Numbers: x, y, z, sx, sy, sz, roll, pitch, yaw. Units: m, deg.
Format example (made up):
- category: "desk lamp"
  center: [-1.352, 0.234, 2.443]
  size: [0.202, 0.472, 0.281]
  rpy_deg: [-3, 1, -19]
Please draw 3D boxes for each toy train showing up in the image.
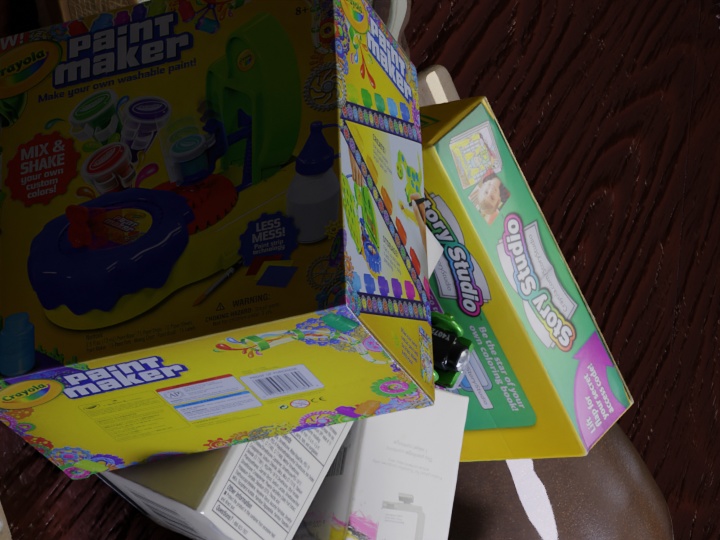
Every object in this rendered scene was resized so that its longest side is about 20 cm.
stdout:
- category: "toy train"
  center: [-0.025, 0.020, 1.636]
  size: [0.042, 0.199, 0.056]
  rpy_deg: [-60, 157, -17]

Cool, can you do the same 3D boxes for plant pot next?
- category: "plant pot"
  center: [0.091, 0.129, 1.875]
  size: [0.200, 0.186, 0.188]
  rpy_deg: [67, 19, -52]

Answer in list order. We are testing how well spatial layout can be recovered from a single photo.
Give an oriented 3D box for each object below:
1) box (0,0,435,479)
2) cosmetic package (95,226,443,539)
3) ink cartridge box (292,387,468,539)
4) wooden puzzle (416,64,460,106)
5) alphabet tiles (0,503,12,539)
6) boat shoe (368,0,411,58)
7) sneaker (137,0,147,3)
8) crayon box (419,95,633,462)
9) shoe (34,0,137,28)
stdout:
- category: "box"
  center: [-0.079, -0.024, 1.452]
  size: [0.122, 0.199, 0.194]
  rpy_deg: [49, 33, -56]
- category: "cosmetic package"
  center: [-0.050, 0.042, 1.540]
  size: [0.201, 0.087, 0.103]
  rpy_deg: [-61, 148, -14]
- category: "ink cartridge box"
  center: [-0.010, 0.163, 1.608]
  size: [0.067, 0.116, 0.201]
  rpy_deg: [16, 76, -26]
- category: "wooden puzzle"
  center: [0.000, 0.000, 1.763]
  size: [0.046, 0.199, 0.186]
  rpy_deg: [18, -45, 64]
- category: "alphabet tiles"
  center: [-0.204, 0.088, 1.309]
  size: [0.167, 0.007, 0.201]
  rpy_deg: [-49, 125, -68]
- category: "boat shoe"
  center: [-0.011, -0.173, 1.917]
  size: [0.203, 0.074, 0.075]
  rpy_deg: [84, -19, -47]
- category: "sneaker"
  center: [-0.101, -0.140, 1.628]
  size: [0.075, 0.099, 0.201]
  rpy_deg: [43, 40, -62]
- category: "crayon box"
  center: [0.037, 0.011, 1.657]
  size: [0.058, 0.172, 0.201]
  rpy_deg: [-43, 115, -39]
- category: "shoe"
  center: [-0.155, -0.183, 1.576]
  size: [0.053, 0.069, 0.201]
  rpy_deg: [128, -39, -53]
